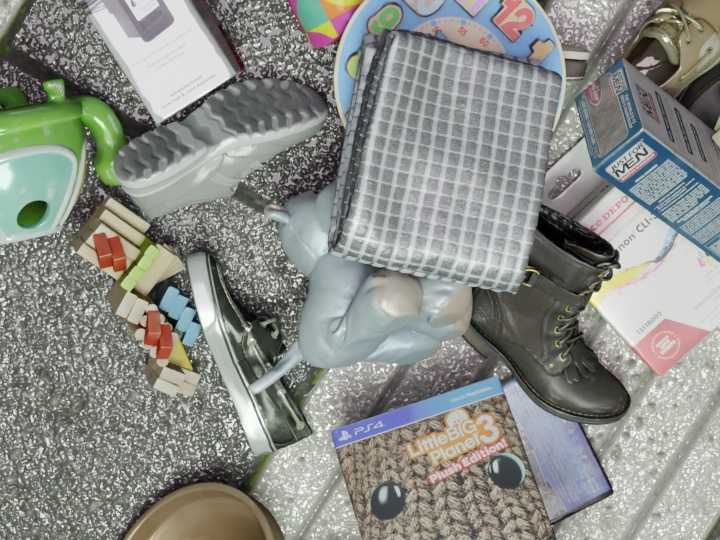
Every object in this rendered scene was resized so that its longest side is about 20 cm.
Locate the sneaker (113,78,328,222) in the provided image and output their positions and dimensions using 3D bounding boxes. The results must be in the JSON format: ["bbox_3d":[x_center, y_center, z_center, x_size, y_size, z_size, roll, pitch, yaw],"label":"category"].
[{"bbox_3d":[-0.122,-0.108,1.582,0.200,0.082,0.075,-22,52,-9],"label":"sneaker"}]

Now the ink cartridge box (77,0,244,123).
[{"bbox_3d":[-0.188,-0.236,1.516,0.083,0.145,0.200,-32,97,5],"label":"ink cartridge box"}]

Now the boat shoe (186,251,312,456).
[{"bbox_3d":[-0.100,0.069,1.599,0.064,0.071,0.200,-20,105,2],"label":"boat shoe"}]

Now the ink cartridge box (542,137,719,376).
[{"bbox_3d":[0.241,-0.017,1.594,0.116,0.067,0.200,-44,97,5],"label":"ink cartridge box"}]

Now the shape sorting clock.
[{"bbox_3d":[0.077,-0.164,1.512,0.200,0.039,0.200,0,95,-2],"label":"shape sorting clock"}]

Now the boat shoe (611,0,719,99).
[{"bbox_3d":[0.280,-0.203,1.564,0.072,0.065,0.200,43,98,19],"label":"boat shoe"}]

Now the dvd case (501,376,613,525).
[{"bbox_3d":[0.117,0.190,1.643,0.200,0.018,0.143,-27,98,1],"label":"dvd case"}]

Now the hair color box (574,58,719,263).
[{"bbox_3d":[0.279,-0.087,1.528,0.200,0.100,0.061,33,122,-31],"label":"hair color box"}]

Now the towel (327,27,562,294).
[{"bbox_3d":[0.070,-0.093,1.444,0.166,0.086,0.200,11,87,-9],"label":"towel"}]

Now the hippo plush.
[{"bbox_3d":[0.000,0.000,1.566,0.200,0.159,0.161,-31,67,33],"label":"hippo plush"}]

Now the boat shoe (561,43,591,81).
[{"bbox_3d":[0.105,-0.173,1.569,0.200,0.072,0.060,-1,100,-3],"label":"boat shoe"}]

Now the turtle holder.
[{"bbox_3d":[-0.300,-0.096,1.548,0.141,0.185,0.132,-5,98,32],"label":"turtle holder"}]

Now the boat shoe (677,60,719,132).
[{"bbox_3d":[0.365,-0.178,1.574,0.200,0.073,0.075,-39,96,3],"label":"boat shoe"}]

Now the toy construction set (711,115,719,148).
[{"bbox_3d":[0.395,-0.086,1.533,0.200,0.092,0.131,22,64,-35],"label":"toy construction set"}]

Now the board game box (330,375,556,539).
[{"bbox_3d":[0.081,0.219,1.538,0.159,0.097,0.200,-19,60,0],"label":"board game box"}]

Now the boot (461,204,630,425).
[{"bbox_3d":[0.181,0.037,1.547,0.200,0.069,0.174,33,138,1],"label":"boot"}]

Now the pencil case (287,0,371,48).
[{"bbox_3d":[-0.043,-0.294,1.545,0.088,0.088,0.200,-29,98,2],"label":"pencil case"}]

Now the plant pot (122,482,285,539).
[{"bbox_3d":[-0.131,0.300,1.592,0.201,0.201,0.093,-50,137,5],"label":"plant pot"}]

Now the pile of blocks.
[{"bbox_3d":[-0.182,0.029,1.569,0.082,0.062,0.200,-30,114,-9],"label":"pile of blocks"}]
